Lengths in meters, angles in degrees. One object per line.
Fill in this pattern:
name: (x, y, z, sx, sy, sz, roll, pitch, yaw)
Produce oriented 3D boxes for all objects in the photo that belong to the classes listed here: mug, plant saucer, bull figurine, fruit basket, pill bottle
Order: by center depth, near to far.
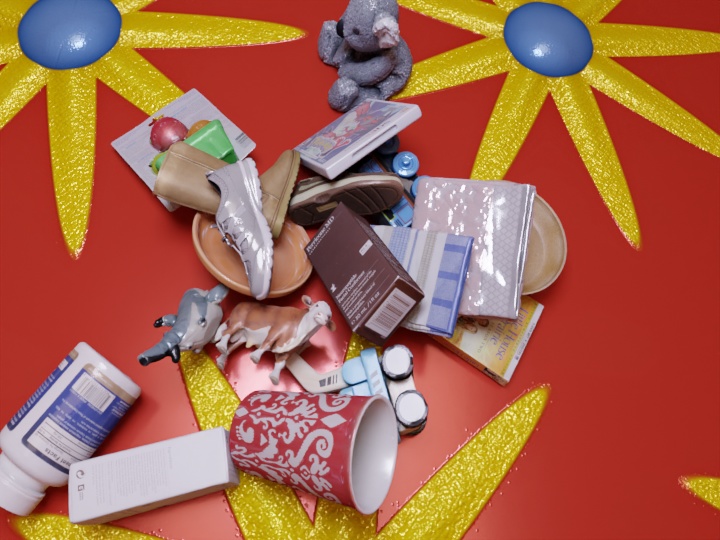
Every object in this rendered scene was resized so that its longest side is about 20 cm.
mug: (-0.061, 0.243, 0.724, 0.193, 0.184, 0.133, 0, 23, 28)
pill bottle: (-0.399, 0.210, 0.738, 0.109, 0.112, 0.202, 32, 68, 9)
bull figurine: (-0.127, 0.090, 0.788, 0.195, 0.066, 0.122, 1, 40, 39)
plant saucer: (-0.167, -0.035, 0.861, 0.194, 0.038, 0.204, 20, 41, -18)
plant saucer: (0.232, -0.050, 0.890, 0.192, 0.036, 0.207, 3, 65, -7)
fruit basket: (-0.302, -0.209, 0.947, 0.184, 0.095, 0.199, -41, 60, -19)

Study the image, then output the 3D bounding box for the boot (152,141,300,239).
boot: (-0.199, -0.155, 0.862, 0.194, 0.066, 0.180, 21, 52, -15)

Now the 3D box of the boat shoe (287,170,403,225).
boat shoe: (-0.026, -0.134, 0.887, 0.195, 0.075, 0.077, -8, 54, 17)

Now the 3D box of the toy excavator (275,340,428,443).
toy excavator: (-0.015, 0.166, 0.805, 0.193, 0.100, 0.200, -17, 68, -2)

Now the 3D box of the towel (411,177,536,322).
towel: (0.157, -0.035, 0.826, 0.185, 0.032, 0.208, 6, 83, 29)

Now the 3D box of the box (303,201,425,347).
box: (0.000, 0.000, 0.811, 0.101, 0.074, 0.201, -49, 42, 11)

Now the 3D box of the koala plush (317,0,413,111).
koala plush: (0.020, -0.423, 0.988, 0.177, 0.201, 0.183, -10, 67, -9)

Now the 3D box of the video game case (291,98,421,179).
video game case: (-0.015, -0.226, 0.918, 0.180, 0.199, 0.023, -36, 118, -9)

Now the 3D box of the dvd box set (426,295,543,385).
dvd box set: (0.180, 0.066, 0.890, 0.197, 0.030, 0.148, 33, 68, 9)

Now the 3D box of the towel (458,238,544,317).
towel: (0.186, -0.032, 0.908, 0.197, 0.024, 0.154, -31, 72, -21)

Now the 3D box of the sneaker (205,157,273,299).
sneaker: (-0.170, -0.054, 0.783, 0.079, 0.075, 0.207, -11, 74, -15)

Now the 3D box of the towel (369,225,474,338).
towel: (0.071, 0.011, 0.832, 0.195, 0.023, 0.153, 9, 83, 39)

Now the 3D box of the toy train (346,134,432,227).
toy train: (0.050, -0.145, 0.940, 0.113, 0.087, 0.202, -34, 74, -11)

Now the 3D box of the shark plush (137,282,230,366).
shark plush: (-0.254, 0.087, 0.786, 0.080, 0.093, 0.202, 15, 35, 5)

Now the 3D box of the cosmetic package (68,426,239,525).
cosmetic package: (-0.265, 0.272, 0.730, 0.192, 0.102, 0.077, -11, 68, -8)
